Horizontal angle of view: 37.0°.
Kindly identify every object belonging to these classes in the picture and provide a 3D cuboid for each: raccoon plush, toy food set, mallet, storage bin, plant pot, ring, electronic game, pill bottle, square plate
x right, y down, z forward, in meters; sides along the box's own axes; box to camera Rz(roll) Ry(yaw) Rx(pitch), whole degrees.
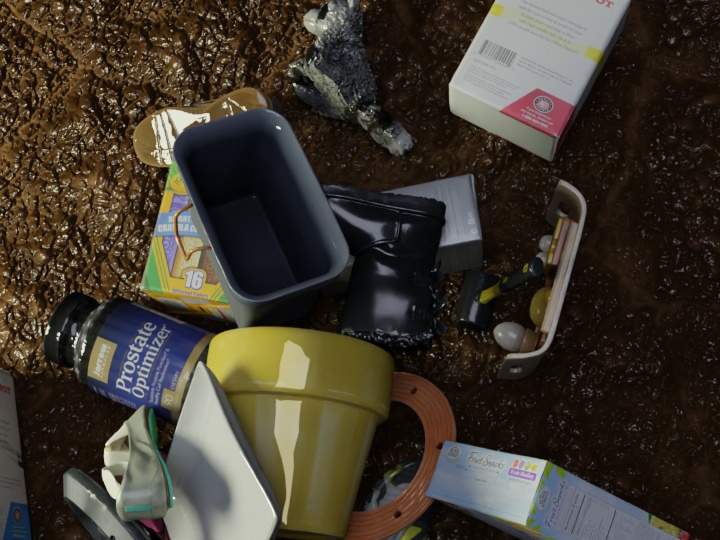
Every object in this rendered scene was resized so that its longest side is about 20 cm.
[{"bbox_3d":[0.004,-0.244,1.323,0.200,0.097,0.135,41,66,-14],"label":"raccoon plush"},{"bbox_3d":[0.191,0.015,1.175,0.060,0.144,0.202,16,77,7],"label":"toy food set"},{"bbox_3d":[0.154,0.009,1.160,0.041,0.200,0.067,18,66,-9],"label":"mallet"},{"bbox_3d":[-0.115,-0.033,1.087,0.144,0.135,0.202,-19,67,-20],"label":"storage bin"},{"bbox_3d":[-0.069,0.175,1.112,0.198,0.201,0.191,2,72,7],"label":"plant pot"},{"bbox_3d":[0.017,0.202,1.166,0.199,0.019,0.202,-22,46,24],"label":"ring"},{"bbox_3d":[-0.241,0.285,1.126,0.200,0.201,0.042,42,65,16],"label":"electronic game"},{"bbox_3d":[-0.252,0.098,1.222,0.198,0.112,0.113,20,77,12],"label":"pill bottle"},{"bbox_3d":[-0.136,0.225,1.033,0.028,0.200,0.201,-2,39,-32],"label":"square plate"}]

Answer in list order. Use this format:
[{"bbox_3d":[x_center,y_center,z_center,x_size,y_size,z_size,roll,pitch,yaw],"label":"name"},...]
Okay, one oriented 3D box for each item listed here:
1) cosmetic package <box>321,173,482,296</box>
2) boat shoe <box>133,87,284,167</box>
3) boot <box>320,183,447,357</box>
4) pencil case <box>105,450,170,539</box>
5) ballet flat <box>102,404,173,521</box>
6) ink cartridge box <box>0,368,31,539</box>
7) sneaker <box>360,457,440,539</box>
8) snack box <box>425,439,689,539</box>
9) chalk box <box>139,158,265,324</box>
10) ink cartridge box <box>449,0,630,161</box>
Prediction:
[{"bbox_3d":[0.038,-0.037,1.230,0.197,0.107,0.091,-8,73,3],"label":"cosmetic package"},{"bbox_3d":[-0.184,-0.174,1.316,0.198,0.072,0.073,-16,89,24],"label":"boat shoe"},{"bbox_3d":[-0.001,0.000,1.133,0.195,0.073,0.165,6,75,4],"label":"boot"},{"bbox_3d":[-0.192,0.266,1.178,0.199,0.094,0.091,34,81,15],"label":"pencil case"},{"bbox_3d":[-0.231,0.190,1.090,0.063,0.200,0.068,-8,107,-14],"label":"ballet flat"},{"bbox_3d":[-0.442,0.209,1.195,0.085,0.147,0.202,-15,73,4],"label":"ink cartridge box"},{"bbox_3d":[0.037,0.291,1.163,0.200,0.085,0.074,-49,29,-23],"label":"sneaker"},{"bbox_3d":[0.191,0.239,1.057,0.199,0.168,0.068,28,76,-27],"label":"snack box"},{"bbox_3d":[-0.158,-0.050,1.246,0.122,0.125,0.203,10,77,10],"label":"chalk box"},{"bbox_3d":[0.213,-0.256,1.281,0.144,0.083,0.201,28,79,13],"label":"ink cartridge box"}]
